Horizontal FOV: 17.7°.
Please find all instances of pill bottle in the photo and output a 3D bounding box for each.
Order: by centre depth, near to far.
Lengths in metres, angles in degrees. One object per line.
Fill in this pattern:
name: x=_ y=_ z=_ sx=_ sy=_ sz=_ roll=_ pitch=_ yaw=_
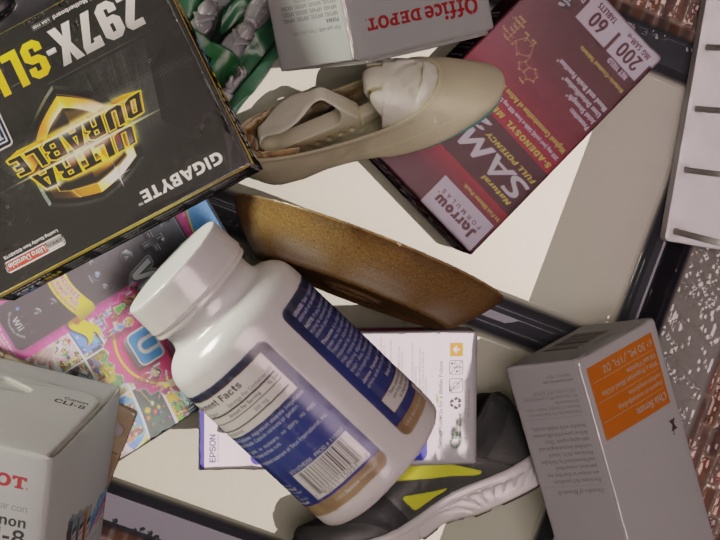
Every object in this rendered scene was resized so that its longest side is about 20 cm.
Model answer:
pill bottle: x=-0.054 y=0.065 z=1.538 sx=0.200 sy=0.111 sz=0.111 roll=44 pitch=86 yaw=-11

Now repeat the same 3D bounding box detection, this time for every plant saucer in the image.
plant saucer: x=0.000 y=0.000 z=1.591 sx=0.199 sy=0.200 sz=0.036 roll=22 pitch=84 yaw=-12

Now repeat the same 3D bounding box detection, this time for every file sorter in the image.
file sorter: x=0.318 y=-0.107 z=1.684 sx=0.138 sy=0.124 sz=0.202 roll=9 pitch=93 yaw=-12

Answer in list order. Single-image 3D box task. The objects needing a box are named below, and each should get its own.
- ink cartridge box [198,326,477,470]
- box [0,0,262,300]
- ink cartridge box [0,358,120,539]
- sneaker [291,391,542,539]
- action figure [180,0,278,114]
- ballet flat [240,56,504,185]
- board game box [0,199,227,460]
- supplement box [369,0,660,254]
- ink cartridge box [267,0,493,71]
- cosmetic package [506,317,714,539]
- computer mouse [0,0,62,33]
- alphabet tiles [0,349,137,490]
ink cartridge box: x=-0.017 y=0.089 z=1.620 sx=0.198 sy=0.037 sz=0.095 roll=-1 pitch=95 yaw=-13
box: x=-0.189 y=-0.095 z=1.564 sx=0.199 sy=0.049 sz=0.161 roll=-26 pitch=84 yaw=5
ink cartridge box: x=-0.257 y=0.172 z=1.535 sx=0.144 sy=0.145 sz=0.201 roll=12 pitch=107 yaw=9
sneaker: x=0.035 y=0.150 z=1.686 sx=0.199 sy=0.074 sz=0.085 roll=-21 pitch=93 yaw=-17
action figure: x=-0.113 y=-0.140 z=1.616 sx=0.118 sy=0.055 sz=0.201 roll=28 pitch=79 yaw=7
ballet flat: x=0.001 y=-0.110 z=1.610 sx=0.199 sy=0.069 sz=0.070 roll=-19 pitch=99 yaw=21
board game box: x=-0.169 y=0.043 z=1.635 sx=0.199 sy=0.064 sz=0.148 roll=-32 pitch=100 yaw=-7
supplement box: x=0.107 y=-0.121 z=1.675 sx=0.109 sy=0.061 sz=0.200 roll=44 pitch=87 yaw=-11
ink cartridge box: x=0.001 y=-0.247 z=1.601 sx=0.145 sy=0.082 sz=0.202 roll=-17 pitch=100 yaw=-44
cosmetic package: x=0.186 y=0.146 z=1.686 sx=0.101 sy=0.071 sz=0.201 roll=-25 pitch=102 yaw=-45
computer mouse: x=-0.226 y=-0.194 z=1.608 sx=0.138 sy=0.053 sz=0.200 roll=44 pitch=86 yaw=-10
alphabet tiles: x=-0.262 y=0.151 z=1.610 sx=0.166 sy=0.008 sz=0.201 roll=23 pitch=109 yaw=3
